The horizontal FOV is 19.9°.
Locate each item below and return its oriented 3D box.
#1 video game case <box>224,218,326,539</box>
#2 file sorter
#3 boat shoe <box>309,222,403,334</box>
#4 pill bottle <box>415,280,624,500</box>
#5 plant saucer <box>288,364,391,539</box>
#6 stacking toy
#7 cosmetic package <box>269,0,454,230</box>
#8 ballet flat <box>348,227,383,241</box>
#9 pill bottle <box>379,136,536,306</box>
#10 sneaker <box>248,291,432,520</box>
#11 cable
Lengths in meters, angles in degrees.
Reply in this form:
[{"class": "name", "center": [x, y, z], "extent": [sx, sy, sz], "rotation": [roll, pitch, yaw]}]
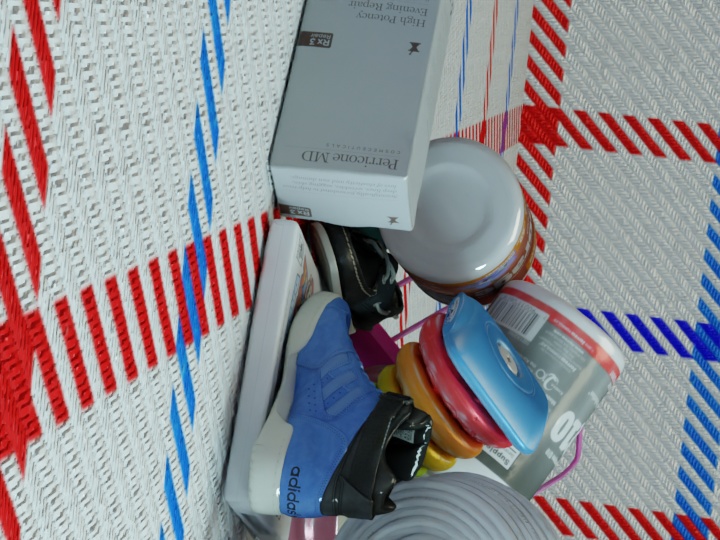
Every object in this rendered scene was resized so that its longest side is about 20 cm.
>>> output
[{"class": "video game case", "center": [-0.058, 0.085, 1.473], "extent": [0.182, 0.024, 0.201], "rotation": [70, 27, -72]}, {"class": "file sorter", "center": [0.095, 0.105, 1.820], "extent": [0.200, 0.125, 0.139], "rotation": [50, -20, 31]}, {"class": "boat shoe", "center": [0.000, 0.000, 1.612], "extent": [0.200, 0.060, 0.076], "rotation": [73, 1, -79]}, {"class": "pill bottle", "center": [0.102, 0.117, 1.565], "extent": [0.200, 0.114, 0.114], "rotation": [-53, 165, -10]}, {"class": "plant saucer", "center": [0.017, 0.177, 1.623], "extent": [0.200, 0.051, 0.201], "rotation": [-20, 117, -44]}, {"class": "stacking toy", "center": [0.026, 0.114, 1.473], "extent": [0.110, 0.200, 0.116], "rotation": [53, 17, -10]}, {"class": "cosmetic package", "center": [0.004, -0.134, 1.463], "extent": [0.074, 0.101, 0.201], "rotation": [81, 16, -59]}, {"class": "ballet flat", "center": [0.001, -0.068, 1.640], "extent": [0.200, 0.070, 0.071], "rotation": [72, 26, -74]}, {"class": "pill bottle", "center": [0.081, -0.031, 1.614], "extent": [0.200, 0.112, 0.113], "rotation": [44, 53, -77]}, {"class": "sneaker", "center": [-0.002, 0.094, 1.398], "extent": [0.200, 0.111, 0.077], "rotation": [-72, 167, -52]}, {"class": "cable", "center": [0.058, 0.236, 1.392], "extent": [0.069, 0.200, 0.201], "rotation": [13, 64, -46]}]
